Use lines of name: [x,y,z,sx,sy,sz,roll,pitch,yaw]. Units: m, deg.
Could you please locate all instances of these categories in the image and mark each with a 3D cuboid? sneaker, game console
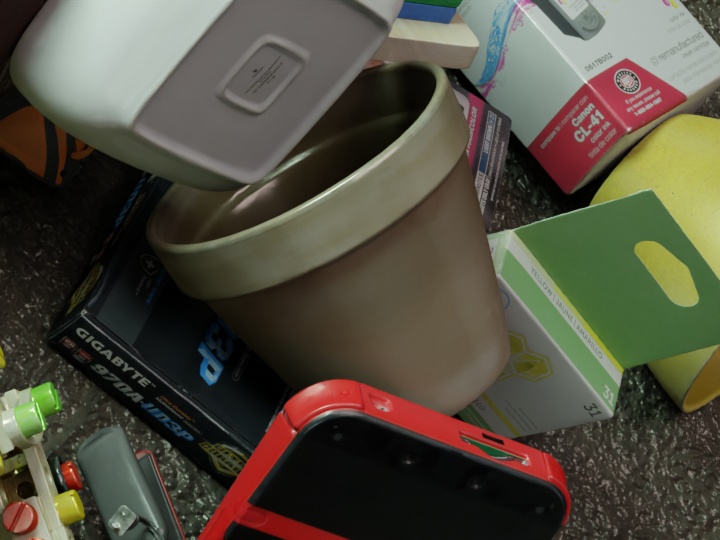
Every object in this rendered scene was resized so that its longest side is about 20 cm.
sneaker: [-0.147,-0.106,1.743,0.199,0.078,0.112,6,104,-13]
game console: [0.009,0.157,1.706,0.200,0.177,0.031,22,27,-28]

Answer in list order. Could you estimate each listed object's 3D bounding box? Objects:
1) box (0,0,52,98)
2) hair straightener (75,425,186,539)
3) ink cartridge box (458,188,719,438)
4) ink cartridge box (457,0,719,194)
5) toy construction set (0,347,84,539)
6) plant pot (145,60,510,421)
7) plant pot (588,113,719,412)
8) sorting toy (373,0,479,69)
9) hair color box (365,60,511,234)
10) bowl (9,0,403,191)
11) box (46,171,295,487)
box: [-0.239,-0.186,1.575,0.166,0.164,0.200,45,52,8]
hair straightener: [-0.124,0.166,1.614,0.077,0.041,0.200,47,18,-48]
ink cartridge box: [0.126,0.032,1.811,0.146,0.200,0.048,49,43,-33]
ink cartridge box: [0.140,-0.170,2.007,0.200,0.086,0.147,51,45,7]
toy construction set: [-0.189,0.141,1.580,0.092,0.131,0.201,-7,79,6]
plant pot: [0.000,0.000,1.712,0.200,0.200,0.174,-50,119,-43]
plant pot: [0.239,-0.024,1.981,0.142,0.200,0.200,44,44,15]
sorting toy: [-0.040,-0.218,1.767,0.198,0.070,0.200,4,39,-35]
hair color box: [-0.001,-0.098,1.895,0.200,0.060,0.100,30,52,-23]
bowl: [-0.073,-0.128,1.601,0.200,0.200,0.075,25,23,-54]
box: [-0.084,0.014,1.779,0.159,0.046,0.200,41,48,-16]
